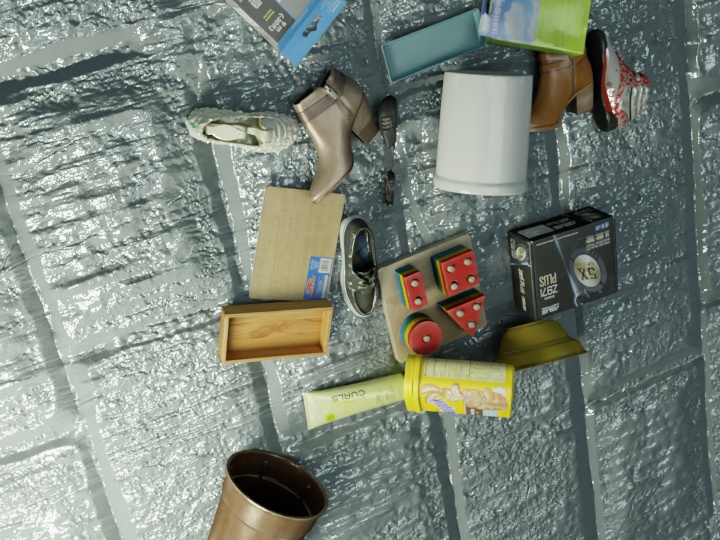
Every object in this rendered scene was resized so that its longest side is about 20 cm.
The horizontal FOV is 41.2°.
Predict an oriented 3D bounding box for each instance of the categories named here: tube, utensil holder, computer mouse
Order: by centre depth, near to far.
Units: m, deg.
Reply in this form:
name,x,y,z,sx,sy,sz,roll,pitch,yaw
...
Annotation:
name,x,y,z,sx,sy,sz,roll,pitch,yaw
utensil holder,0.218,-0.247,1.690,0.168,0.170,0.203,-4,105,-22
computer mouse,0.046,-0.210,1.693,0.033,0.059,0.203,0,112,0
tube,-0.010,0.244,1.812,0.197,0.052,0.059,-12,70,-15

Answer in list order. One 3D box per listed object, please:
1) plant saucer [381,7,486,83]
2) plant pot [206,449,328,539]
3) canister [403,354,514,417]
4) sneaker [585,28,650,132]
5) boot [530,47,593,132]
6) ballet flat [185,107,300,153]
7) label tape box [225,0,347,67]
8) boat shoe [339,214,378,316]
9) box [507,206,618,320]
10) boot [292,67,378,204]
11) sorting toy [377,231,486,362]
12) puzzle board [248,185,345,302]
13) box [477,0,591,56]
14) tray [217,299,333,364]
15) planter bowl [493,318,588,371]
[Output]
name,x,y,z,sx,sy,sz,roll,pitch,yaw
plant saucer,0.128,-0.397,1.684,0.198,0.019,0.071,-24,114,-14
plant pot,-0.184,0.466,1.731,0.198,0.200,0.200,16,107,-27
canister,0.186,0.218,1.787,0.197,0.149,0.088,3,67,9
sneaker,0.490,-0.375,1.822,0.107,0.067,0.204,-24,118,-16
boot,0.347,-0.347,1.760,0.198,0.077,0.157,-23,115,-18
ballet flat,-0.187,-0.226,1.575,0.197,0.072,0.073,0,107,-24
label tape box,-0.121,-0.444,1.535,0.200,0.063,0.145,39,89,-28
boat shoe,0.000,0.000,1.726,0.068,0.057,0.203,-17,118,-18
box,0.400,-0.016,1.884,0.198,0.086,0.166,-16,113,-18
boot,-0.062,-0.235,1.623,0.146,0.070,0.201,43,78,-30
sorting toy,0.147,0.059,1.807,0.198,0.070,0.201,-21,114,-16
puzzle board,-0.114,-0.045,1.692,0.149,0.017,0.203,4,105,-26
box,0.305,-0.456,1.695,0.197,0.048,0.124,7,94,-9
tray,-0.152,0.107,1.705,0.197,0.037,0.100,-3,117,-22
planter bowl,0.339,0.144,1.877,0.198,0.200,0.085,-12,82,-20
